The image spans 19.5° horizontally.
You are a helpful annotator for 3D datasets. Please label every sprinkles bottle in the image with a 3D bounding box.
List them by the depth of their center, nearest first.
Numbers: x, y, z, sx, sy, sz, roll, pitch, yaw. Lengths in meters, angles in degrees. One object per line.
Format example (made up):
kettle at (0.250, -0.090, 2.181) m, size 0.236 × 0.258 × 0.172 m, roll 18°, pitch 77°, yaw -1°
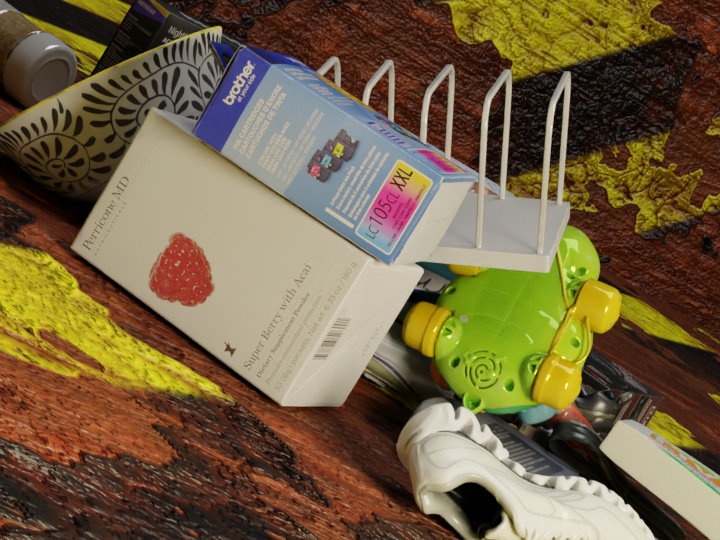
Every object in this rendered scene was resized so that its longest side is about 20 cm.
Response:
sprinkles bottle at (-0.347, -0.223, 1.943) m, size 0.200 × 0.069 × 0.068 m, roll 37°, pitch 9°, yaw 31°

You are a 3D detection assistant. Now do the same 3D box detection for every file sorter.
file sorter at (0.056, -0.087, 1.589) m, size 0.198 × 0.126 × 0.139 m, roll 5°, pitch 19°, yaw 11°

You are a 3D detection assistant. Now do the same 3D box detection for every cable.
cable at (0.202, 0.157, 1.689) m, size 0.199 × 0.051 × 0.097 m, roll 34°, pitch -21°, yaw -17°

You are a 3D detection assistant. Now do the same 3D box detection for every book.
book at (0.244, 0.165, 1.595) m, size 0.133 × 0.048 × 0.200 m, roll 38°, pitch 3°, yaw 9°

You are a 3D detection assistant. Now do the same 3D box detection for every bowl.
bowl at (-0.179, -0.104, 1.622) m, size 0.201 × 0.199 × 0.095 m, roll -49°, pitch 115°, yaw -82°

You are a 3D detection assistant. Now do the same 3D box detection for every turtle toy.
turtle toy at (0.127, 0.037, 1.631) m, size 0.145 × 0.201 × 0.101 m, roll 23°, pitch -31°, yaw 17°

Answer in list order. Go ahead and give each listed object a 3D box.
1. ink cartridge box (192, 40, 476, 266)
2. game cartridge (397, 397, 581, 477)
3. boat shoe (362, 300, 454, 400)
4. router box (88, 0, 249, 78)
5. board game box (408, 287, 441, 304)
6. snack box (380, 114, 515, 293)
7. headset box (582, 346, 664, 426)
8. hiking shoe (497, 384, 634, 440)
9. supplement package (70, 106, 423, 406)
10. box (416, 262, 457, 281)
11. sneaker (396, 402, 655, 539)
ink cartridge box at (-0.029, -0.088, 1.460) m, size 0.199 × 0.077 × 0.136 m, roll 32°, pitch 8°, yaw 10°
game cartridge at (0.098, 0.144, 1.565) m, size 0.133 × 0.041 × 0.200 m, roll 38°, pitch 9°, yaw 14°
boat shoe at (0.020, 0.057, 1.677) m, size 0.061 × 0.073 × 0.200 m, roll -11°, pitch -25°, yaw 22°
router box at (-0.153, -0.135, 1.841) m, size 0.199 × 0.158 × 0.052 m, roll 22°, pitch 12°, yaw -48°
board game box at (0.000, 0.000, 1.723) m, size 0.157 × 0.039 × 0.199 m, roll 14°, pitch -9°, yaw -31°
snack box at (0.024, -0.035, 1.874) m, size 0.199 × 0.169 × 0.068 m, roll 30°, pitch 11°, yaw -21°
headset box at (0.191, 0.106, 1.992) m, size 0.148 × 0.078 × 0.200 m, roll 36°, pitch 8°, yaw 23°
hiking shoe at (0.145, 0.088, 1.836) m, size 0.199 × 0.101 × 0.076 m, roll 36°, pitch 7°, yaw 20°
supplement package at (-0.080, -0.008, 1.482) m, size 0.199 × 0.122 × 0.120 m, roll 35°, pitch 9°, yaw 19°
box at (0.100, -0.008, 1.762) m, size 0.199 × 0.049 × 0.082 m, roll 26°, pitch 2°, yaw -28°
sneaker at (0.111, 0.168, 1.391) m, size 0.199 × 0.075 × 0.081 m, roll 28°, pitch 22°, yaw -14°
